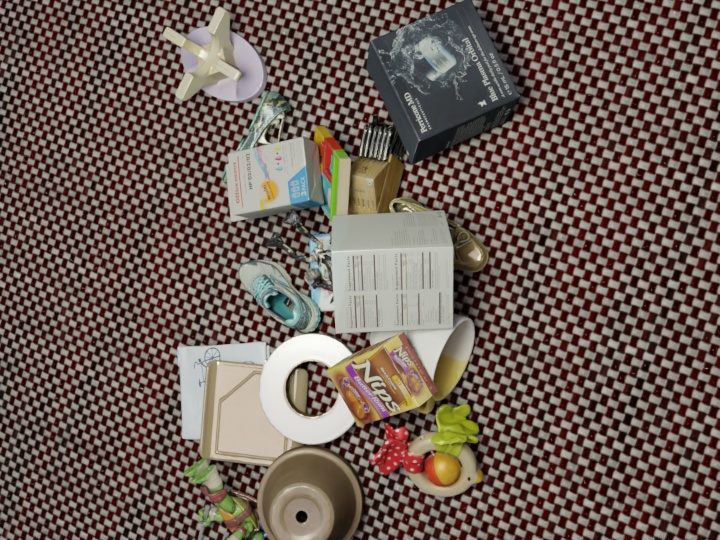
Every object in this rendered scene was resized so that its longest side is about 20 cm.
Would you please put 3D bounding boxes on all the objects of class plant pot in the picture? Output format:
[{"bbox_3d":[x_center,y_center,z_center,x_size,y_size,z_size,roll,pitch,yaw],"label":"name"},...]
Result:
[{"bbox_3d":[-0.094,0.421,1.672,0.196,0.175,0.205,0,87,2],"label":"plant pot"}]

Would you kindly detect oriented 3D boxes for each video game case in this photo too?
[{"bbox_3d":[0.000,0.000,1.759,0.196,0.018,0.146,-3,88,20],"label":"video game case"}]

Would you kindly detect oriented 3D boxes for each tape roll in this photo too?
[{"bbox_3d":[-0.088,0.216,1.747,0.198,0.037,0.207,0,89,4],"label":"tape roll"}]

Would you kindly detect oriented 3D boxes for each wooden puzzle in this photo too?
[{"bbox_3d":[-0.200,0.271,1.794,0.196,0.037,0.189,4,89,7],"label":"wooden puzzle"}]

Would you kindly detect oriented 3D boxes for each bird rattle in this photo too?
[{"bbox_3d":[0.126,0.331,1.654,0.198,0.113,0.164,-29,106,17],"label":"bird rattle"}]

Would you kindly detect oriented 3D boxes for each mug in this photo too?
[{"bbox_3d":[0.093,0.144,1.659,0.151,0.149,0.189,23,89,27],"label":"mug"}]

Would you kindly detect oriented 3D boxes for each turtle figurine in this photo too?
[{"bbox_3d":[-0.277,0.465,1.759,0.197,0.144,0.196,-25,102,11],"label":"turtle figurine"}]

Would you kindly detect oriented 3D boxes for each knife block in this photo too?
[{"bbox_3d":[0.039,-0.174,1.728,0.063,0.176,0.203,13,131,26],"label":"knife block"}]

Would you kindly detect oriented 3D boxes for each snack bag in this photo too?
[{"bbox_3d":[-0.265,0.239,1.841,0.196,0.021,0.193,-4,88,17],"label":"snack bag"}]

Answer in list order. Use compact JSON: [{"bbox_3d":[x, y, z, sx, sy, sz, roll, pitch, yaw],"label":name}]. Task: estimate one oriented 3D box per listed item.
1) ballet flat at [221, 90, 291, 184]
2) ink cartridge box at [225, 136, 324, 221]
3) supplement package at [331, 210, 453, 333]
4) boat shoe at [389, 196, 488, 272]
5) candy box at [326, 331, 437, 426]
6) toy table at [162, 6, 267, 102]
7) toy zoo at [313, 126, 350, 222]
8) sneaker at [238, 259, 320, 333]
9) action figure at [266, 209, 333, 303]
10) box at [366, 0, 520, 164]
[{"bbox_3d":[-0.195,-0.243,1.815,0.074,0.074,0.202,33,102,17],"label":"ballet flat"},{"bbox_3d":[-0.172,-0.162,1.725,0.196,0.068,0.118,-9,83,23],"label":"ink cartridge box"},{"bbox_3d":[0.052,0.001,1.596,0.196,0.152,0.153,-3,115,0],"label":"supplement package"},{"bbox_3d":[0.137,-0.064,1.680,0.200,0.063,0.074,38,98,8],"label":"boat shoe"},{"bbox_3d":[0.033,0.189,1.627,0.199,0.056,0.118,-30,91,53],"label":"candy box"},{"bbox_3d":[-0.285,-0.405,1.824,0.197,0.117,0.187,20,95,18],"label":"toy table"},{"bbox_3d":[-0.058,-0.175,1.711,0.020,0.201,0.134,-5,119,-17],"label":"toy zoo"},{"bbox_3d":[-0.162,0.039,1.773,0.199,0.086,0.078,35,101,27],"label":"sneaker"},{"bbox_3d":[-0.067,-0.024,1.725,0.199,0.102,0.120,37,92,-10],"label":"action figure"},{"bbox_3d":[0.138,-0.324,1.632,0.197,0.118,0.199,-24,80,-8],"label":"box"}]
